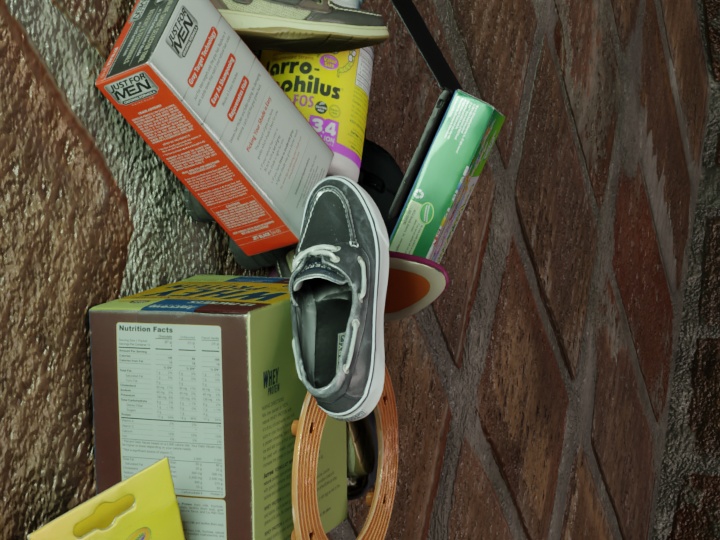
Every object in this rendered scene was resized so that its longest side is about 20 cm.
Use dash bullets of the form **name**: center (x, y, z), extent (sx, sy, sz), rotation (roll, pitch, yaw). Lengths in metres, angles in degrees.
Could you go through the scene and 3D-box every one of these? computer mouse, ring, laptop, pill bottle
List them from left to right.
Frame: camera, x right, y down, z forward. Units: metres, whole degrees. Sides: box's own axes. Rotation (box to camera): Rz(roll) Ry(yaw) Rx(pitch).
- **pill bottle**: center (-0.042, -0.174, 1.577), extent (0.104, 0.103, 0.202), rotation (43, 51, -64)
- **ring**: center (-0.014, 0.155, 1.389), extent (0.200, 0.019, 0.203), rotation (1, 90, -67)
- **computer mouse**: center (0.012, -0.070, 1.700), extent (0.200, 0.052, 0.140), rotation (38, 58, -73)
- **laptop**: center (0.034, -0.167, 1.655), extent (0.202, 0.115, 0.187), rotation (-66, 173, 9)

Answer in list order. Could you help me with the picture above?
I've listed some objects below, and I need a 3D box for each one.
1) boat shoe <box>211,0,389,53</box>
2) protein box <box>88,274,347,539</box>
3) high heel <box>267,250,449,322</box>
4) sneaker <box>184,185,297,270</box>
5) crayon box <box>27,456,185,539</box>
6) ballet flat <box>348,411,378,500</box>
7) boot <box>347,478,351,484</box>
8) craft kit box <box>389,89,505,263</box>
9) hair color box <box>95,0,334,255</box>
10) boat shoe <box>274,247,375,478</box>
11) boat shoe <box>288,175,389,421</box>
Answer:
- **boat shoe**: center (-0.062, -0.220, 1.468), extent (0.199, 0.071, 0.067), rotation (-3, 85, -34)
- **protein box**: center (-0.106, 0.116, 1.369), extent (0.198, 0.133, 0.203), rotation (-19, 109, -69)
- **high heel**: center (0.000, 0.000, 1.569), extent (0.096, 0.198, 0.068), rotation (-44, 127, -55)
- **sneaker**: center (-0.085, -0.061, 1.485), extent (0.200, 0.090, 0.077), rotation (45, 50, -62)
- **crayon box**: center (-0.178, 0.238, 1.233), extent (0.126, 0.050, 0.202), rotation (-27, 120, -39)
- **ballet flat**: center (-0.017, 0.140, 1.720), extent (0.073, 0.072, 0.202), rotation (-55, 144, -57)
- **boot**: center (-0.057, 0.166, 1.591), extent (0.204, 0.073, 0.155), rotation (-65, 148, -55)
- **craft kit box**: center (0.076, -0.069, 1.671), extent (0.198, 0.048, 0.202), rotation (-38, 152, -83)
- **hair color box**: center (-0.109, -0.117, 1.362), extent (0.200, 0.061, 0.102), rotation (51, 42, -32)
- **boat shoe**: center (-0.045, 0.083, 1.481), extent (0.073, 0.064, 0.202), rotation (18, 55, -75)
- **boat shoe**: center (-0.023, 0.010, 1.312), extent (0.068, 0.071, 0.202), rotation (41, 42, -53)
